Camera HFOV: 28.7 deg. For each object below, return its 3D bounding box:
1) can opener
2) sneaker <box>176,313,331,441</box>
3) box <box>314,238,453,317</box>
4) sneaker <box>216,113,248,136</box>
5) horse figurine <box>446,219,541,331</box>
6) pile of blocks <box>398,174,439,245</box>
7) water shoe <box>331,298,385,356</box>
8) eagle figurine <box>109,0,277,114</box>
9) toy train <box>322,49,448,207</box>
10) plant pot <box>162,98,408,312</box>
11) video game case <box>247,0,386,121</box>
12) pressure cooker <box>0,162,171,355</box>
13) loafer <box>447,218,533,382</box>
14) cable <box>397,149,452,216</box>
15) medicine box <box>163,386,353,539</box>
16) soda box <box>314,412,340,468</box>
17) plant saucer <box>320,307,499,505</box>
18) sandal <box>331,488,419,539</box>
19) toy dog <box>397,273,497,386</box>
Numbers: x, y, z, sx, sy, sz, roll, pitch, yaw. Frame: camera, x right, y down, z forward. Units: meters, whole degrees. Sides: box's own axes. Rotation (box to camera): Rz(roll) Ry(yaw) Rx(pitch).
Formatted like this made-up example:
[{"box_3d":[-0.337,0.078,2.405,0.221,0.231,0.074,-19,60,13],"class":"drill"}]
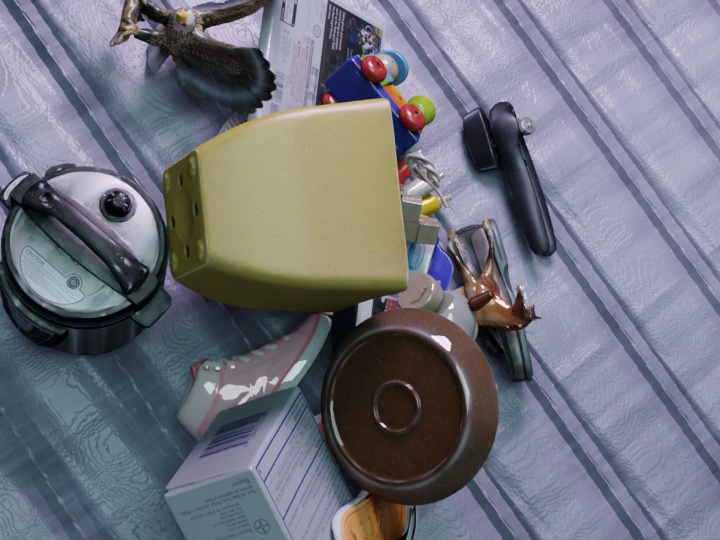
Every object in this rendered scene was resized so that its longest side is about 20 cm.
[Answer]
[{"box_3d":[0.193,-0.111,1.705,0.063,0.078,0.201,-13,78,-57],"class":"can opener"},{"box_3d":[-0.122,0.107,1.539,0.105,0.075,0.200,38,78,-4],"class":"sneaker"},{"box_3d":[0.000,0.000,1.583,0.199,0.041,0.120,14,84,11],"class":"box"},{"box_3d":[-0.124,-0.129,1.627,0.200,0.074,0.082,-52,132,-31],"class":"sneaker"},{"box_3d":[0.096,0.029,1.609,0.199,0.050,0.133,-21,80,17],"class":"horse figurine"},{"box_3d":[0.014,-0.094,1.575,0.199,0.062,0.082,25,27,28],"class":"pile of blocks"},{"box_3d":[0.015,0.093,1.526,0.079,0.071,0.201,9,74,-25],"class":"water shoe"},{"box_3d":[-0.172,-0.267,1.567,0.199,0.152,0.151,10,31,0],"class":"eagle figurine"},{"box_3d":[0.055,-0.167,1.637,0.200,0.085,0.116,51,34,-2],"class":"toy train"},{"box_3d":[-0.090,-0.058,1.432,0.199,0.195,0.195,-3,83,-25],"class":"plant pot"},{"box_3d":[-0.048,-0.228,1.642,0.181,0.023,0.201,22,66,-41],"class":"video game case"},{"box_3d":[-0.288,-0.015,1.468,0.175,0.200,0.180,0,74,-12],"class":"pressure cooker"},{"box_3d":[0.152,0.040,1.647,0.063,0.072,0.201,-13,70,3],"class":"loafer"},{"box_3d":[0.014,-0.066,1.637,0.200,0.050,0.097,-42,103,-23],"class":"cable"},{"box_3d":[-0.086,0.251,1.416,0.103,0.182,0.201,-19,105,19],"class":"medicine box"},{"box_3d":[0.011,0.166,1.563,0.199,0.068,0.064,-28,81,-19],"class":"soda box"},{"box_3d":[0.041,0.138,1.424,0.199,0.034,0.201,-1,89,26],"class":"plant saucer"},{"box_3d":[0.031,0.262,1.481,0.059,0.207,0.080,-18,91,18],"class":"sandal"},{"box_3d":[0.102,0.093,1.491,0.132,0.096,0.201,17,58,-52],"class":"toy dog"}]
